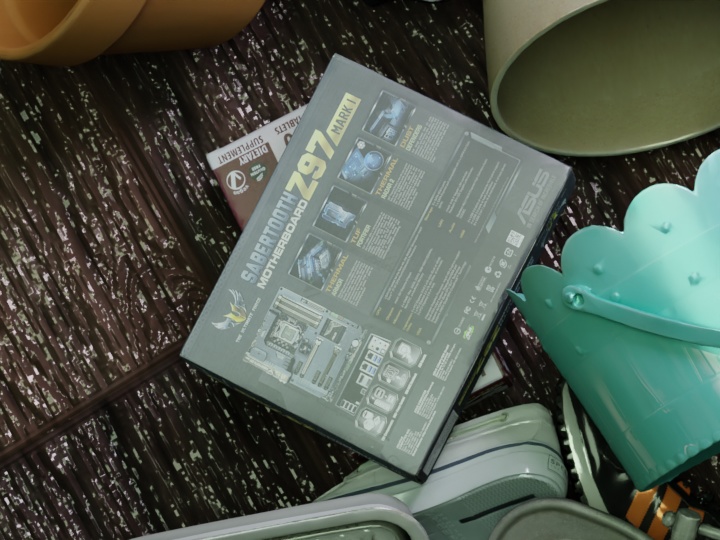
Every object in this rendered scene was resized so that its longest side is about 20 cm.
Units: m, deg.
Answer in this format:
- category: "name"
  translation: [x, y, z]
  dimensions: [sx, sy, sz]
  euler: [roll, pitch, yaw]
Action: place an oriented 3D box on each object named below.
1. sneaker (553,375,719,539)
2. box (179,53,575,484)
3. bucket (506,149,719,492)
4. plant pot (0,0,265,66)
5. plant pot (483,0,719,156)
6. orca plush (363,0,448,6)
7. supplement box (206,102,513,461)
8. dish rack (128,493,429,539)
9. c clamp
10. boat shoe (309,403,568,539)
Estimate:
- category: "sneaker"
  translation: [0.178, 0.143, 1.631]
  dimensions: [0.090, 0.070, 0.201]
  euler: [-21, 87, 1]
- category: "box"
  translation: [0.011, -0.001, 1.611]
  dimensions: [0.157, 0.051, 0.201]
  euler: [26, 84, 11]
- category: "bucket"
  translation: [0.199, 0.022, 1.551]
  dimensions: [0.206, 0.207, 0.135]
  euler: [-30, 81, 4]
- category: "plant pot"
  translation: [-0.135, -0.211, 1.648]
  dimensions: [0.200, 0.139, 0.201]
  euler: [-13, 73, 50]
- category: "plant pot"
  translation: [0.145, -0.199, 1.627]
  dimensions: [0.186, 0.187, 0.201]
  euler: [-15, 63, 6]
- category: "orca plush"
  translation: [-0.011, -0.184, 1.690]
  dimensions: [0.199, 0.071, 0.105]
  euler: [7, 40, 23]
- category: "supplement box"
  translation: [0.000, 0.000, 1.672]
  dimensions: [0.108, 0.061, 0.201]
  euler: [-27, 82, 3]
- category: "dish rack"
  translation: [-0.047, 0.202, 1.629]
  dimensions: [0.199, 0.044, 0.172]
  euler: [-11, 125, 7]
- category: "c clamp"
  translation: [0.138, 0.214, 1.586]
  dimensions: [0.170, 0.027, 0.201]
  euler: [24, 110, 10]
- category: "boat shoe"
  translation: [0.031, 0.136, 1.654]
  dimensions: [0.199, 0.074, 0.067]
  euler: [-17, 42, 18]
